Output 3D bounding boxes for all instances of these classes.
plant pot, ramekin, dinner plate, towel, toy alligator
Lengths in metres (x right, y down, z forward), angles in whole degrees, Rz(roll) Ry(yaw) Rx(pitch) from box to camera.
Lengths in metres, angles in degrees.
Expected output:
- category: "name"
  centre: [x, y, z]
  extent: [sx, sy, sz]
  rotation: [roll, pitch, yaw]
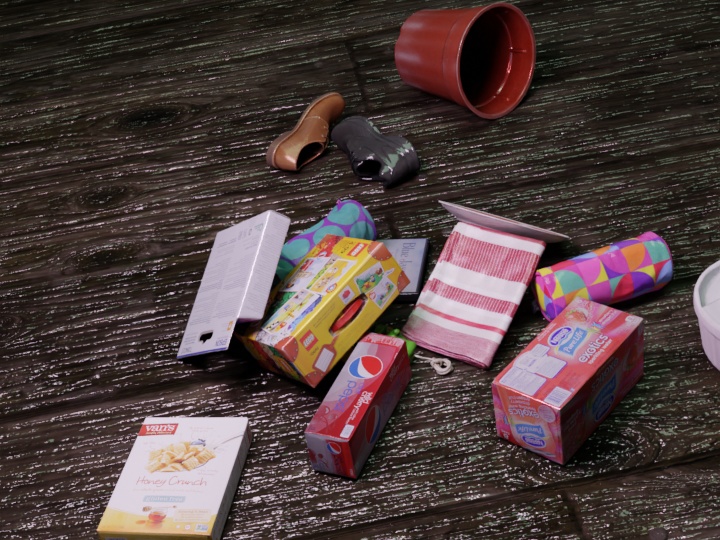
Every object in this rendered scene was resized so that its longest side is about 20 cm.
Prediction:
- category: "plant pot"
  centre: [0.178, -0.387, 2.194]
  extent: [0.200, 0.202, 0.195]
  rotation: [-33, 33, -29]
- category: "ramekin"
  centre: [0.525, 0.067, 1.549]
  extent: [0.201, 0.095, 0.203]
  rotation: [-6, 36, 5]
- category: "dinner plate"
  centre: [0.209, -0.067, 1.793]
  extent: [0.199, 0.024, 0.200]
  rotation: [17, 4, -1]
- category: "towel"
  centre: [0.155, 0.029, 1.681]
  extent: [0.144, 0.023, 0.201]
  rotation: [16, 68, 32]
- category: "toy alligator"
  centre: [0.032, 0.097, 1.657]
  extent: [0.199, 0.054, 0.059]
  rotation: [10, 40, 25]

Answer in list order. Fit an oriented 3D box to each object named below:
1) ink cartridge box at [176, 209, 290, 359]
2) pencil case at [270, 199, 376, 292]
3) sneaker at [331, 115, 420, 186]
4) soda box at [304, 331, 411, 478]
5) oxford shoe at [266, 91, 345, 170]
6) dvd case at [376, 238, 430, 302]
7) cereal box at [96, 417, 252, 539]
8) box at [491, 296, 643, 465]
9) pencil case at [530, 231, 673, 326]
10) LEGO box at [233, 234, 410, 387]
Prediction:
- category: "ink cartridge box"
  centre: [-0.176, 0.028, 1.682]
  extent: [0.196, 0.043, 0.201]
  rotation: [-14, 57, 61]
- category: "pencil case"
  centre: [-0.072, -0.026, 1.796]
  extent: [0.200, 0.085, 0.092]
  rotation: [-34, 55, -30]
- category: "sneaker"
  centre: [0.008, -0.201, 2.066]
  extent: [0.091, 0.076, 0.200]
  rotation: [-39, 41, -22]
- category: "soda box"
  centre: [0.000, 0.169, 1.551]
  extent: [0.063, 0.070, 0.200]
  rotation: [7, 39, 23]
- category: "oxford shoe"
  centre: [-0.078, -0.239, 2.144]
  extent: [0.071, 0.072, 0.200]
  rotation: [21, 56, 28]
- category: "dvd case"
  centre: [0.000, 0.000, 1.830]
  extent: [0.199, 0.018, 0.143]
  rotation: [-1, 36, 12]
- category: "cereal box"
  centre: [-0.225, 0.260, 1.503]
  extent: [0.143, 0.040, 0.200]
  rotation: [-1, 36, 11]
- category: "box"
  centre: [0.261, 0.133, 1.517]
  extent: [0.102, 0.095, 0.200]
  rotation: [20, 44, 35]
- category: "pencil case"
  centre: [0.332, 0.013, 1.684]
  extent: [0.199, 0.089, 0.088]
  rotation: [-20, 37, -11]
- category: "LEGO box"
  centre: [-0.054, 0.051, 1.644]
  extent: [0.200, 0.077, 0.149]
  rotation: [-47, 27, -19]
